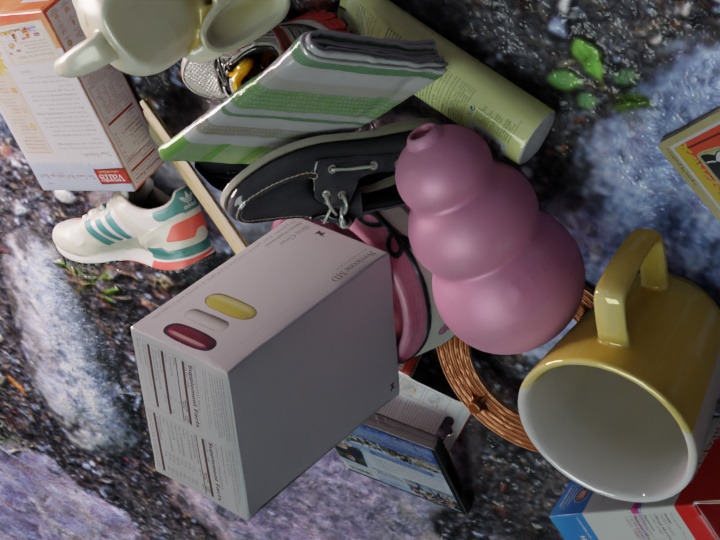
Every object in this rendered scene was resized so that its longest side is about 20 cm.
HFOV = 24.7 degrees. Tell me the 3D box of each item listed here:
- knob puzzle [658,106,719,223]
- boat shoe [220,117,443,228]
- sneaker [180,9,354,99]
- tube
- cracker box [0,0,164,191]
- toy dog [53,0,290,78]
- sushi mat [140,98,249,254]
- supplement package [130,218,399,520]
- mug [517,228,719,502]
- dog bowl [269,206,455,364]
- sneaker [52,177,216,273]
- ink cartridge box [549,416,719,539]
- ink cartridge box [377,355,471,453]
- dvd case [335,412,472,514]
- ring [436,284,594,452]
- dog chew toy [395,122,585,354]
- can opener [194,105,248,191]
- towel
[{"bbox_3d":[0.338,-0.058,1.193,0.219,0.030,0.220,22,139,21],"label":"knob puzzle"},{"bbox_3d":[-0.013,-0.069,1.333,0.073,0.200,0.063,99,151,-58],"label":"boat shoe"},{"bbox_3d":[-0.092,-0.173,1.373,0.200,0.082,0.078,0,121,50],"label":"sneaker"},{"bbox_3d":[0.061,-0.159,1.306,0.200,0.052,0.058,35,102,15],"label":"tube"},{"bbox_3d":[-0.285,-0.170,1.561,0.134,0.058,0.200,3,129,38],"label":"cracker box"},{"bbox_3d":[-0.169,-0.221,1.327,0.140,0.194,0.200,40,178,-24],"label":"toy dog"},{"bbox_3d":[-0.140,-0.065,1.501,0.200,0.012,0.096,54,171,13],"label":"sushi mat"},{"bbox_3d":[-0.073,0.077,1.373,0.111,0.200,0.156,22,133,33],"label":"supplement package"},{"bbox_3d":[0.232,0.071,1.308,0.149,0.153,0.187,35,142,5],"label":"mug"},{"bbox_3d":[0.000,0.000,1.461,0.200,0.074,0.200,26,136,29],"label":"dog bowl"},{"bbox_3d":[-0.231,-0.055,1.638,0.199,0.070,0.094,7,116,36],"label":"sneaker"},{"bbox_3d":[0.277,0.190,1.420,0.200,0.116,0.067,-14,118,46],"label":"ink cartridge box"},{"bbox_3d":[0.013,0.100,1.592,0.200,0.050,0.109,25,141,2],"label":"ink cartridge box"},{"bbox_3d":[0.031,0.182,1.632,0.142,0.018,0.200,18,159,21],"label":"dvd case"},{"bbox_3d":[0.152,0.081,1.461,0.200,0.019,0.201,17,126,25],"label":"ring"},{"bbox_3d":[0.095,-0.030,1.301,0.124,0.125,0.200,-6,126,42],"label":"dog chew toy"},{"bbox_3d":[-0.076,-0.108,1.450,0.200,0.063,0.079,4,152,40],"label":"can opener"},{"bbox_3d":[-0.048,-0.132,1.282,0.200,0.149,0.031,-28,69,44],"label":"towel"}]
